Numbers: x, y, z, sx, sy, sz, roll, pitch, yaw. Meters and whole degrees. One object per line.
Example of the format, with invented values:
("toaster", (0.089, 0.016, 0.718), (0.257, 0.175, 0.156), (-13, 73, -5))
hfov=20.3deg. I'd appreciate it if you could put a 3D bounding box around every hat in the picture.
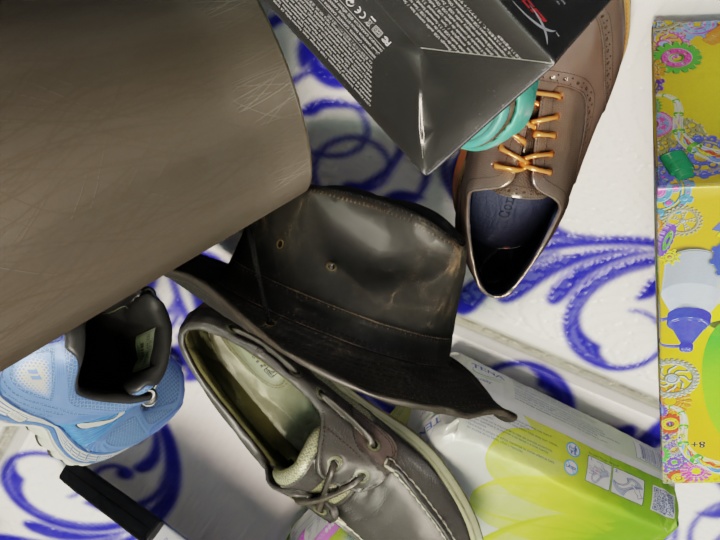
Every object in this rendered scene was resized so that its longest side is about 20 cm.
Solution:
("hat", (0.000, 0.000, 0.967), (0.200, 0.201, 0.081), (24, 96, -15))

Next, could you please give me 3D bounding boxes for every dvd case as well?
("dvd case", (-0.075, 0.184, 1.155), (0.200, 0.018, 0.143), (42, 169, -27))

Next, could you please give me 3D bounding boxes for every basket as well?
("basket", (-0.133, -0.051, 0.889), (0.199, 0.136, 0.181), (-21, 105, -13))

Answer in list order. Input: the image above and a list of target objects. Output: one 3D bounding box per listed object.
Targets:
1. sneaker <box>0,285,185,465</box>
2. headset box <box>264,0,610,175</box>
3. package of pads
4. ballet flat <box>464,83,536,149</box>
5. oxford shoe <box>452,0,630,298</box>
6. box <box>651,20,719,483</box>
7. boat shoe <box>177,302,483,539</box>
("sneaker", (-0.128, 0.053, 1.014), (0.089, 0.079, 0.200), (-9, 169, 16))
("headset box", (0.036, -0.149, 0.774), (0.149, 0.200, 0.077), (47, 126, -4))
("package of pads", (0.060, 0.145, 1.133), (0.154, 0.068, 0.200), (26, 130, -18))
("ballet flat", (0.001, -0.135, 0.863), (0.200, 0.070, 0.067), (47, 120, -1))
("oxford shoe", (0.084, -0.073, 0.926), (0.071, 0.073, 0.200), (7, 133, 0))
("box", (0.237, -0.009, 0.936), (0.199, 0.122, 0.193), (-2, 133, 8))
("boat shoe", (-0.022, 0.093, 1.040), (0.201, 0.066, 0.072), (49, 125, 5))
